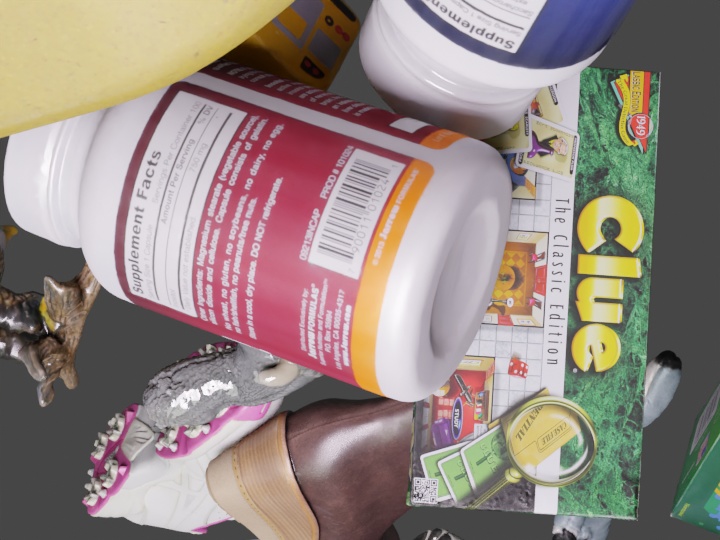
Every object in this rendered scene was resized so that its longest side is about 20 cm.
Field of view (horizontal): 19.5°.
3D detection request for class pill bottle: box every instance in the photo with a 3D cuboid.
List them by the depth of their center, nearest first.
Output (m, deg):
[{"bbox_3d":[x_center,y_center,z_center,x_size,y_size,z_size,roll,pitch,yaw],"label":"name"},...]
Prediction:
[{"bbox_3d":[0.069,-0.144,0.839,0.110,0.111,0.200,27,141,-3],"label":"pill bottle"},{"bbox_3d":[-0.045,-0.027,0.891,0.199,0.113,0.113,20,141,19],"label":"pill bottle"}]

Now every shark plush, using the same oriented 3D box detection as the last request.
[{"bbox_3d":[0.107,0.114,1.122,0.090,0.084,0.201,15,141,5],"label":"shark plush"}]

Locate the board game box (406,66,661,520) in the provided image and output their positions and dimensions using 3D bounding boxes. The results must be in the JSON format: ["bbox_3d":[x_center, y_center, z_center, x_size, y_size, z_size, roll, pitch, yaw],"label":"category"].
[{"bbox_3d":[0.078,0.007,0.936,0.104,0.202,0.023,3,175,-5],"label":"board game box"}]

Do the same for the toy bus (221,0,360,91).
[{"bbox_3d":[-0.087,-0.086,1.005,0.065,0.079,0.199,42,137,-20],"label":"toy bus"}]

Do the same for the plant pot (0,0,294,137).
[{"bbox_3d":[-0.103,-0.188,0.826,0.198,0.195,0.196,-6,132,19],"label":"plant pot"}]

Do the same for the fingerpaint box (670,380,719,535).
[{"bbox_3d":[0.262,0.074,1.010,0.166,0.074,0.201,22,141,2],"label":"fingerpaint box"}]

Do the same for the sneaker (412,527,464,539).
[{"bbox_3d":[0.031,0.252,1.289,0.089,0.079,0.200,27,118,-20],"label":"sneaker"}]

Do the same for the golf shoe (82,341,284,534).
[{"bbox_3d":[-0.086,0.102,1.228,0.091,0.076,0.200,26,147,-22],"label":"golf shoe"}]

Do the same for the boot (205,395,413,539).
[{"bbox_3d":[0.026,0.121,1.181,0.165,0.073,0.200,-21,150,19],"label":"boot"}]

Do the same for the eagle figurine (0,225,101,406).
[{"bbox_3d":[-0.236,-0.004,1.127,0.199,0.153,0.151,26,177,4],"label":"eagle figurine"}]

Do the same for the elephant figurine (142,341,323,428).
[{"bbox_3d":[0.000,0.000,1.005,0.198,0.156,0.142,10,159,4],"label":"elephant figurine"}]
